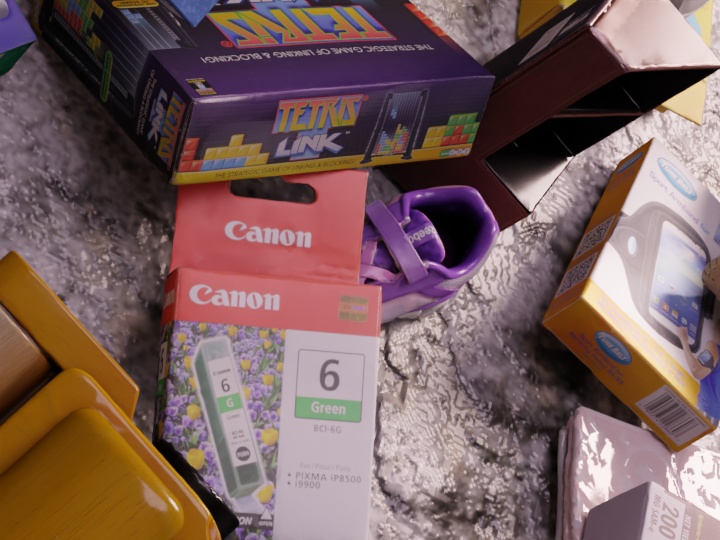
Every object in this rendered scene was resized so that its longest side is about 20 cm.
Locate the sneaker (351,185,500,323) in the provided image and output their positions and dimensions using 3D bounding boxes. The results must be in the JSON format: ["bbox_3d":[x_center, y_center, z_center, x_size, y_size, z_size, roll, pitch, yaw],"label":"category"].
[{"bbox_3d":[0.000,0.000,1.096,0.200,0.088,0.081,-24,86,-37],"label":"sneaker"}]

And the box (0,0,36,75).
[{"bbox_3d":[-0.266,-0.178,1.022,0.117,0.048,0.201,-29,86,-40],"label":"box"}]

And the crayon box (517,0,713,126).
[{"bbox_3d":[0.173,-0.194,1.329,0.127,0.051,0.201,25,56,-24],"label":"crayon box"}]

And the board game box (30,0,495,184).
[{"bbox_3d":[-0.054,-0.120,1.085,0.199,0.057,0.165,-9,39,-37],"label":"board game box"}]

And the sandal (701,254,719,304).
[{"bbox_3d":[0.240,0.002,1.222,0.069,0.078,0.212,14,46,-12],"label":"sandal"}]

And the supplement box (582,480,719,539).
[{"bbox_3d":[0.213,0.215,1.122,0.199,0.061,0.109,30,53,-20],"label":"supplement box"}]

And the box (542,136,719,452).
[{"bbox_3d":[0.193,0.005,1.243,0.119,0.041,0.200,43,44,-11],"label":"box"}]

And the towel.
[{"bbox_3d":[0.192,0.198,1.175,0.190,0.032,0.201,21,58,-25],"label":"towel"}]

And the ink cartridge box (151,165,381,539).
[{"bbox_3d":[-0.047,0.039,1.017,0.108,0.050,0.201,5,83,-12],"label":"ink cartridge box"}]

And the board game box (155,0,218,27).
[{"bbox_3d":[-0.102,-0.221,1.039,0.135,0.200,0.034,-49,136,-4],"label":"board game box"}]

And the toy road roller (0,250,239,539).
[{"bbox_3d":[-0.146,0.091,0.894,0.123,0.146,0.200,-42,92,-9],"label":"toy road roller"}]

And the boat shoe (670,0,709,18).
[{"bbox_3d":[0.241,-0.230,1.315,0.200,0.068,0.072,-37,92,-40],"label":"boat shoe"}]

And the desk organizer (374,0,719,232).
[{"bbox_3d":[0.105,-0.089,1.138,0.077,0.200,0.072,48,50,-9],"label":"desk organizer"}]
